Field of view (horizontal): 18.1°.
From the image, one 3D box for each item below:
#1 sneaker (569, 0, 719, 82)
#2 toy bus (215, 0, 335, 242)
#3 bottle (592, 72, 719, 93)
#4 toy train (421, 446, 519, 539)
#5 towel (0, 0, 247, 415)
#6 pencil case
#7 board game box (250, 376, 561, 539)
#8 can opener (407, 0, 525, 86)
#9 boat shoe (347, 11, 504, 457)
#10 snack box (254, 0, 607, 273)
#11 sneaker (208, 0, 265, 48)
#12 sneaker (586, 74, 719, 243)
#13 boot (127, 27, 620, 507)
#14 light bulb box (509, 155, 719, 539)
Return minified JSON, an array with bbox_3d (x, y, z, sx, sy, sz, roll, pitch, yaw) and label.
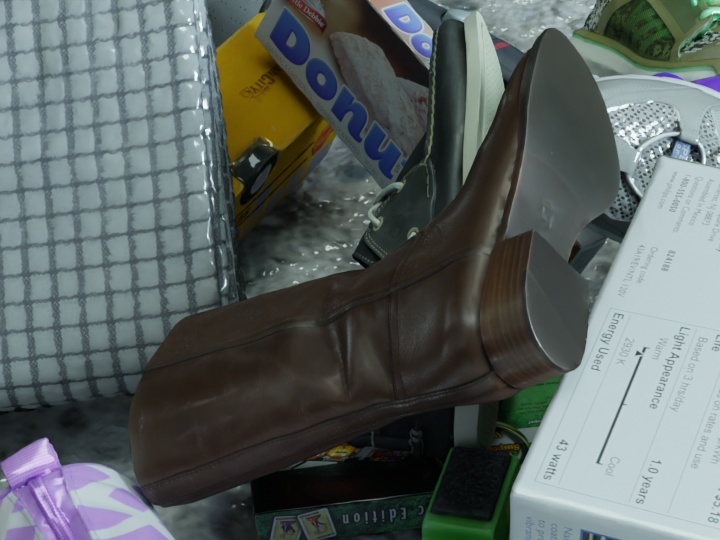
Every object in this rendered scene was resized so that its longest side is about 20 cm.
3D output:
[{"bbox_3d":[0.166,-0.126,1.121,0.077,0.089,0.200,9,4,-30],"label":"sneaker"},{"bbox_3d":[-0.061,-0.065,1.113,0.065,0.078,0.200,34,45,9],"label":"toy bus"},{"bbox_3d":[0.176,-0.047,1.032,0.200,0.065,0.084,12,41,-22],"label":"bottle"},{"bbox_3d":[0.027,0.142,0.852,0.042,0.057,0.200,7,37,13],"label":"toy train"},{"bbox_3d":[-0.137,-0.039,0.996,0.165,0.201,0.086,-7,-6,9],"label":"towel"},{"bbox_3d":[-0.082,0.152,0.821,0.084,0.086,0.200,-33,40,-7],"label":"pencil case"},{"bbox_3d":[0.049,0.066,0.981,0.199,0.024,0.105,-6,35,-4],"label":"board game box"},{"bbox_3d":[0.069,-0.097,1.169,0.079,0.064,0.200,-26,42,-29],"label":"can opener"},{"bbox_3d":[0.029,-0.019,0.963,0.067,0.072,0.201,1,71,16],"label":"boat shoe"},{"bbox_3d":[0.030,-0.065,1.050,0.024,0.072,0.200,-24,67,-41],"label":"snack box"},{"bbox_3d":[-0.104,-0.159,1.222,0.200,0.116,0.075,-13,37,-14],"label":"sneaker"},{"bbox_3d":[0.169,-0.031,0.947,0.200,0.075,0.082,16,4,-11],"label":"sneaker"},{"bbox_3d":[0.000,0.000,0.898,0.200,0.064,0.187,-23,33,31],"label":"boot"},{"bbox_3d":[0.178,0.079,0.848,0.200,0.125,0.198,14,45,17],"label":"light bulb box"}]
